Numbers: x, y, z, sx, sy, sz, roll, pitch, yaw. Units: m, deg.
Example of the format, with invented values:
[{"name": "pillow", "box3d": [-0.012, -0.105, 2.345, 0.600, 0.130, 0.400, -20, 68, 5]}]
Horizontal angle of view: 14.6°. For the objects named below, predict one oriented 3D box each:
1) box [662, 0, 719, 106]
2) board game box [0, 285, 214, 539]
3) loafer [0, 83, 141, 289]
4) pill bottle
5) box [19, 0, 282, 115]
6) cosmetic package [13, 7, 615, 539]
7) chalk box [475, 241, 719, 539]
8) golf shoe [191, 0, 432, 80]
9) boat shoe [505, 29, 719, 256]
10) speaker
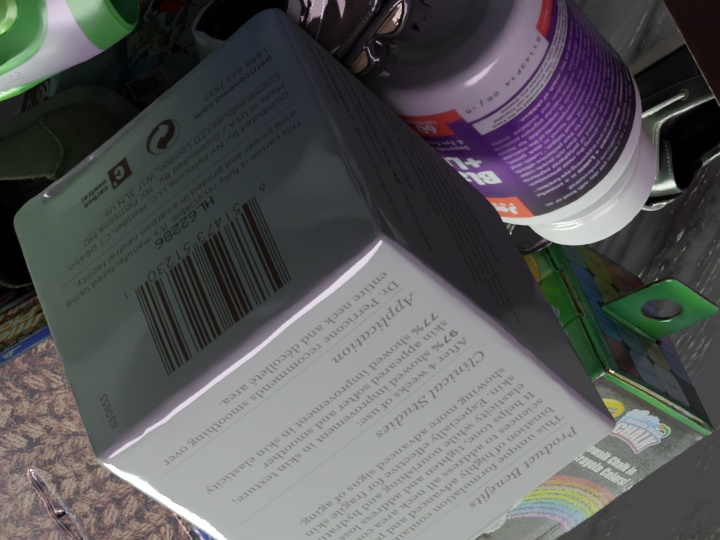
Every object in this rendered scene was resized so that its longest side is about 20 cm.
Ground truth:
[{"name": "box", "box3d": [0.279, -0.145, 1.445, 0.200, 0.164, 0.166, 17, 129, -43]}, {"name": "board game box", "box3d": [-0.136, 0.079, 1.420, 0.097, 0.200, 0.159, -29, 107, 12]}, {"name": "loafer", "box3d": [-0.186, -0.026, 1.384, 0.075, 0.070, 0.200, 45, 131, -17]}, {"name": "pill bottle", "box3d": [0.078, -0.091, 1.450, 0.111, 0.111, 0.200, -32, 144, 13]}, {"name": "box", "box3d": [-0.084, -0.124, 1.381, 0.137, 0.038, 0.200, -4, 141, -24]}, {"name": "cosmetic package", "box3d": [-0.022, 0.025, 1.299, 0.167, 0.166, 0.200, -38, 136, 12]}, {"name": "chalk box", "box3d": [0.115, 0.060, 1.664, 0.200, 0.124, 0.124, -38, 141, 19]}, {"name": "golf shoe", "box3d": [-0.053, -0.091, 1.354, 0.094, 0.078, 0.200, 15, 123, -30]}, {"name": "boat shoe", "box3d": [0.152, -0.066, 1.566, 0.200, 0.068, 0.072, -36, 145, 20]}, {"name": "speaker", "box3d": [-0.205, -0.110, 1.270, 0.200, 0.088, 0.088, -18, 146, 11]}]
